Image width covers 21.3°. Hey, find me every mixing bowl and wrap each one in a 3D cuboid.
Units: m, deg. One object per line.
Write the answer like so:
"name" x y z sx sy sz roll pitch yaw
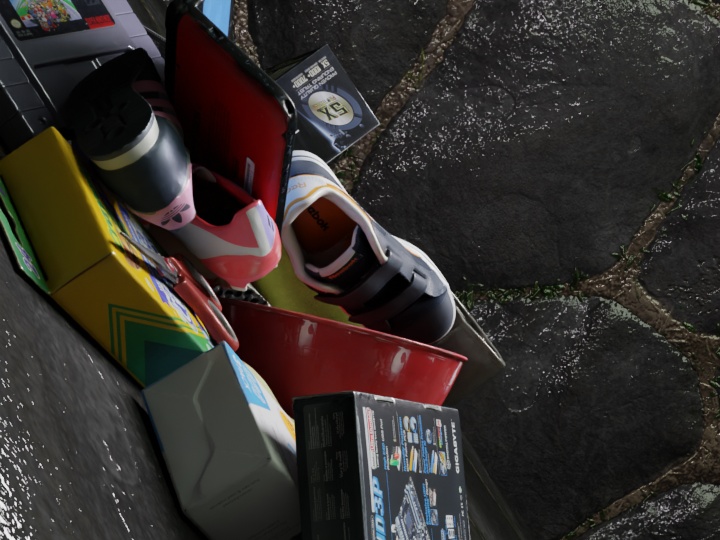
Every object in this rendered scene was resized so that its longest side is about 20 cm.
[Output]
"mixing bowl" -0.027 0.095 1.457 0.200 0.108 0.200 13 -5 1

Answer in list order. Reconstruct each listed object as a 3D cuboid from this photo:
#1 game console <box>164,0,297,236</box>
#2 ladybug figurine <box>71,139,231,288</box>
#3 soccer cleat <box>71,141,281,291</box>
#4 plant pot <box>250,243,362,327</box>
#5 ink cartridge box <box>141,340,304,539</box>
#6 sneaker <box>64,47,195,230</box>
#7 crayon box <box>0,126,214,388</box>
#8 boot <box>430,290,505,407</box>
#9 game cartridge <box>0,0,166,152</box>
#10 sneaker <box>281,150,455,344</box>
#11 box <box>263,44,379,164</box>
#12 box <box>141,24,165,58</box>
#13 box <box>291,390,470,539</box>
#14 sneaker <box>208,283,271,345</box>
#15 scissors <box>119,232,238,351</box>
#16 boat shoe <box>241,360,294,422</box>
"game console" -0.078 -0.136 1.364 0.172 0.119 0.200 44 -26 18
"ladybug figurine" -0.153 -0.055 1.470 0.136 0.072 0.200 -7 51 -39
"soccer cleat" -0.134 -0.058 1.349 0.200 0.067 0.076 32 -35 30
"plant pot" -0.025 0.030 1.670 0.200 0.187 0.187 58 2 -27
"ink cartridge box" -0.053 0.152 1.242 0.200 0.068 0.115 54 6 -43
"sneaker" -0.152 -0.088 1.301 0.082 0.070 0.200 57 7 -25
"crayon box" -0.167 -0.005 1.241 0.126 0.052 0.200 59 5 38
"boot" 0.034 0.130 1.554 0.182 0.200 0.073 59 1 28
"game cartridge" -0.218 -0.159 1.399 0.130 0.038 0.200 61 30 3
"sneaker" 0.000 0.000 1.450 0.200 0.078 0.079 43 14 -25
"box" -0.101 -0.108 1.677 0.086 0.164 0.200 56 -19 -11
"box" -0.226 -0.207 1.629 0.200 0.044 0.160 31 1 9
"box" 0.020 0.180 1.199 0.159 0.046 0.200 16 67 -62
"sneaker" -0.138 0.001 1.594 0.200 0.070 0.093 55 -15 -1
"scissors" -0.128 -0.003 1.256 0.073 0.014 0.200 62 6 31
"boat shoe" -0.057 0.141 1.348 0.200 0.073 0.063 44 17 -37
